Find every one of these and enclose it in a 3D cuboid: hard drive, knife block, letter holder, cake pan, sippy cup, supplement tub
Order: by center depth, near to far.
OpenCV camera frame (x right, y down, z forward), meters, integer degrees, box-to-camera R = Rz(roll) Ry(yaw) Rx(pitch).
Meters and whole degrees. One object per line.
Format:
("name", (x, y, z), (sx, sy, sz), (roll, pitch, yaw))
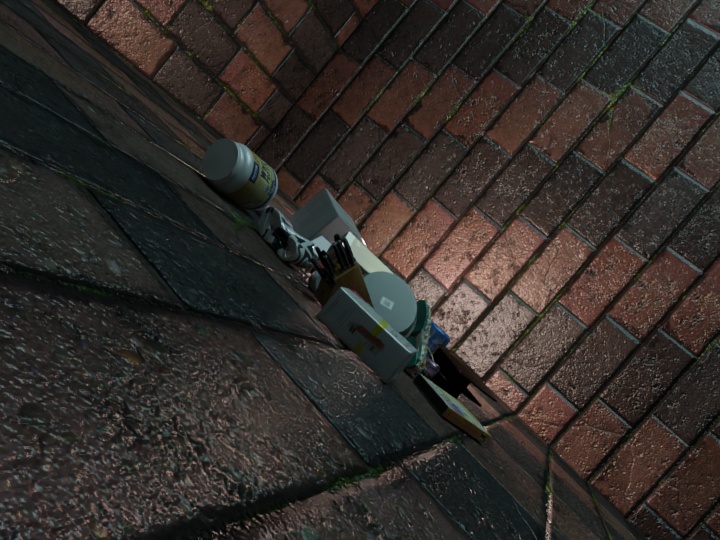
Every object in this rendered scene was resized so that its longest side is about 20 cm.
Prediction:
("knife block", (-0.027, 0.007, 1.378), (0.198, 0.178, 0.064), (11, 22, -36))
("cake pan", (0.061, 0.088, 1.526), (0.200, 0.200, 0.037), (42, -35, 3))
("supplement tub", (-0.338, -0.269, 1.682), (0.144, 0.145, 0.200), (43, 4, 29))
("letter holder", (0.276, 0.326, 1.686), (0.199, 0.101, 0.142), (40, 6, -34))
("hard drive", (-0.068, -0.015, 1.734), (0.200, 0.027, 0.132), (43, 23, 4))
("sippy cup", (0.198, 0.222, 1.807), (0.177, 0.131, 0.140), (40, 4, -31))

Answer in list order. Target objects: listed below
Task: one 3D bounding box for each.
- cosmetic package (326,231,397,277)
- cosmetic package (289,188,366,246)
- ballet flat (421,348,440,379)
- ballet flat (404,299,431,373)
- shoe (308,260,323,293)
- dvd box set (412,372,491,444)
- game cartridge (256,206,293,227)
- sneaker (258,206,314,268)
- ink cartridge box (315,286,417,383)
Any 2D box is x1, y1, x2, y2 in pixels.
("cosmetic package", (0.000, 0.000, 1.631), (0.200, 0.105, 0.071), (44, 48, -14))
("cosmetic package", (-0.110, -0.127, 1.980), (0.167, 0.166, 0.201), (46, 10, -36))
("ballet flat", (0.156, 0.231, 1.676), (0.200, 0.070, 0.070), (46, -23, 46))
("ballet flat", (0.151, 0.178, 1.568), (0.075, 0.203, 0.064), (-3, -30, 35))
("shoe", (-0.099, 0.020, 1.529), (0.090, 0.073, 0.199), (14, 8, 24))
("dvd box set", (0.227, 0.342, 1.477), (0.199, 0.029, 0.146), (39, 4, -37))
("game cartridge", (-0.277, -0.163, 1.979), (0.133, 0.041, 0.200), (40, 2, 36))
("sneaker", (-0.187, -0.076, 1.577), (0.199, 0.080, 0.129), (45, 3, 36))
("ink cartridge box", (0.018, 0.134, 1.254), (0.200, 0.084, 0.145), (43, 4, 12))
